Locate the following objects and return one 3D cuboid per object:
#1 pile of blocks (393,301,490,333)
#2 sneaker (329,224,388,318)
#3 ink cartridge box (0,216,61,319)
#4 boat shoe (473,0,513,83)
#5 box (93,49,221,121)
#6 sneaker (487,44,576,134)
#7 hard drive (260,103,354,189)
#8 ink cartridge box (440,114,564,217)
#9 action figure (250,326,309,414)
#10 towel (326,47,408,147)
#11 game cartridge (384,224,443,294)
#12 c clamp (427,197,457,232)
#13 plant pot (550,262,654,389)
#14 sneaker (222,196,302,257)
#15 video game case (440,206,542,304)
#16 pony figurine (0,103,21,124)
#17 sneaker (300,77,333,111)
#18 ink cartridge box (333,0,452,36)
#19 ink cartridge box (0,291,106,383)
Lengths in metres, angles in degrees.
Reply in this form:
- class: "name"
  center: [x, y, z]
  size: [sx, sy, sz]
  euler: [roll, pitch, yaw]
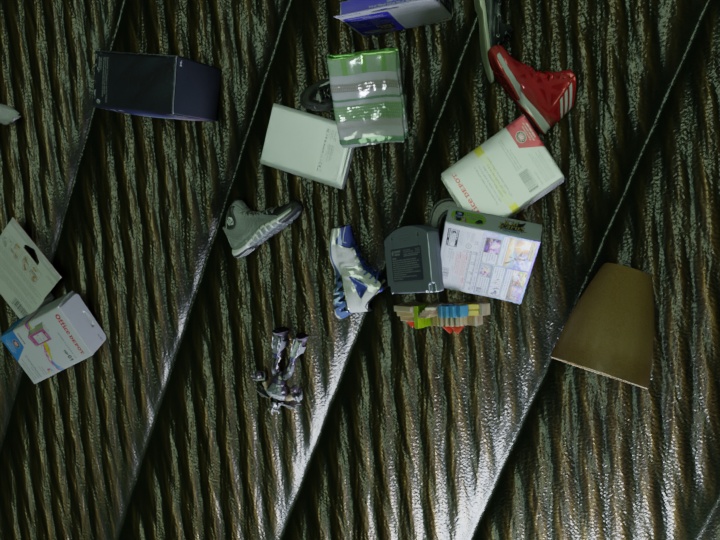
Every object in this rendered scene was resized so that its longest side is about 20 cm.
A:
- class: "pile of blocks"
  center: [0.167, 0.101, 1.576]
  size: [0.196, 0.082, 0.064]
  euler: [-2, 96, 17]
- class: "sneaker"
  center: [0.000, 0.001, 1.626]
  size: [0.113, 0.081, 0.204]
  euler: [-2, 103, 14]
- class: "ink cartridge box"
  center: [-0.833, -0.001, 1.899]
  size: [0.176, 0.045, 0.201]
  euler: [-43, 83, 19]
- class: "boat shoe"
  center: [0.263, -0.471, 1.484]
  size: [0.065, 0.075, 0.204]
  euler: [-10, 101, 0]
- class: "box"
  center: [-0.432, -0.392, 1.645]
  size: [0.194, 0.200, 0.126]
  euler: [7, 98, 17]
- class: "sneaker"
  center: [0.333, -0.370, 1.461]
  size: [0.115, 0.079, 0.200]
  euler: [-39, 115, 7]
- class: "hard drive"
  center: [-0.111, -0.268, 1.650]
  size: [0.197, 0.027, 0.134]
  euler: [19, 102, 14]
- class: "ink cartridge box"
  center: [0.276, -0.181, 1.497]
  size: [0.198, 0.083, 0.147]
  euler: [-33, 83, 13]
- class: "action figure"
  center: [-0.178, 0.230, 1.709]
  size: [0.128, 0.069, 0.204]
  euler: [17, 104, 10]
- class: "towel"
  center: [0.016, -0.339, 1.528]
  size: [0.146, 0.031, 0.202]
  euler: [-7, 131, 4]
- class: "game cartridge"
  center: [0.105, -0.022, 1.536]
  size: [0.040, 0.199, 0.136]
  euler: [-9, 91, -23]
- class: "c clamp"
  center: [0.205, -0.059, 1.578]
  size: [0.196, 0.027, 0.175]
  euler: [11, 95, 18]
- class: "plant pot"
  center: [0.474, 0.096, 1.444]
  size: [0.183, 0.186, 0.204]
  euler: [16, 87, 15]
- class: "sneaker"
  center: [-0.228, -0.124, 1.680]
  size: [0.198, 0.075, 0.117]
  euler: [-34, 84, 19]
- class: "video game case"
  center: [0.243, -0.026, 1.481]
  size: [0.178, 0.046, 0.202]
  euler: [13, 144, 8]
- class: "pony figurine"
  center: [-0.945, -0.362, 1.851]
  size: [0.192, 0.166, 0.202]
  euler: [37, 121, 18]
- class: "sneaker"
  center: [-0.041, -0.372, 1.581]
  size: [0.196, 0.090, 0.068]
  euler: [-4, 95, 18]
- class: "ink cartridge box"
  center: [0.066, -0.504, 1.475]
  size: [0.194, 0.200, 0.044]
  euler: [-5, 96, 17]
- class: "ink cartridge box"
  center: [-0.738, 0.162, 1.849]
  size: [0.197, 0.085, 0.146]
  euler: [-25, 108, 17]
